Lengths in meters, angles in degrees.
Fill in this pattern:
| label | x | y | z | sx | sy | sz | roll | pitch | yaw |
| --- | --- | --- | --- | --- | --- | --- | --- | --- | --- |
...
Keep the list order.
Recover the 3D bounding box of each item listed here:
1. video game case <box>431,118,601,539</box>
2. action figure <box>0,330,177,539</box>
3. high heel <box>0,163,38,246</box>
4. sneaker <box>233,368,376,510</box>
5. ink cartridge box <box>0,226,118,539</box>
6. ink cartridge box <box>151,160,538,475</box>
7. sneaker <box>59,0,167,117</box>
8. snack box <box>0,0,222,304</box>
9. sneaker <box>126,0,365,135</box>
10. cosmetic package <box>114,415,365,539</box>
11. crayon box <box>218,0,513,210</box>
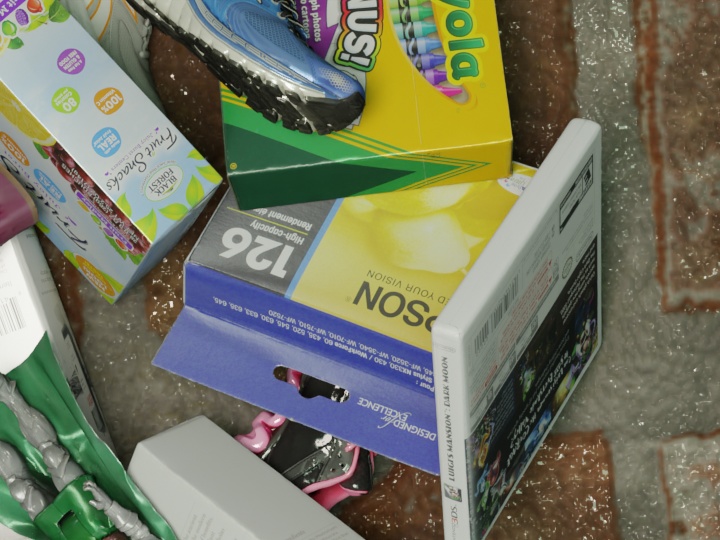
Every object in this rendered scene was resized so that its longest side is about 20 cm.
| label | x | y | z | sx | sy | sz | roll | pitch | yaw |
| --- | --- | --- | --- | --- | --- | --- | --- | --- | --- |
| video game case | 0.096 | 0.039 | 1.389 | 0.023 | 0.200 | 0.183 | 15 | 136 | 22 |
| action figure | -0.165 | 0.150 | 1.401 | 0.200 | 0.055 | 0.118 | 47 | 113 | 8 |
| high heel | -0.290 | -0.061 | 1.443 | 0.096 | 0.068 | 0.200 | -34 | 48 | -24 |
| sneaker | -0.012 | 0.096 | 1.467 | 0.095 | 0.079 | 0.201 | 39 | 101 | 37 |
| ink cartridge box | -0.245 | 0.084 | 1.484 | 0.145 | 0.085 | 0.201 | -20 | 90 | 4 |
| ink cartridge box | 0.000 | 0.000 | 1.426 | 0.196 | 0.047 | 0.201 | 19 | 60 | 16 |
| sneaker | -0.152 | -0.179 | 1.480 | 0.091 | 0.076 | 0.201 | -23 | 95 | -6 |
| snack box | -0.185 | -0.087 | 1.431 | 0.068 | 0.169 | 0.200 | -42 | 91 | -19 |
| sneaker | -0.066 | -0.159 | 1.381 | 0.089 | 0.079 | 0.200 | -46 | 66 | -6 |
| cosmetic package | -0.059 | 0.189 | 1.414 | 0.200 | 0.071 | 0.102 | 36 | 120 | 21 |
| crayon box | -0.002 | -0.147 | 1.444 | 0.171 | 0.058 | 0.201 | -7 | 67 | 3 |
